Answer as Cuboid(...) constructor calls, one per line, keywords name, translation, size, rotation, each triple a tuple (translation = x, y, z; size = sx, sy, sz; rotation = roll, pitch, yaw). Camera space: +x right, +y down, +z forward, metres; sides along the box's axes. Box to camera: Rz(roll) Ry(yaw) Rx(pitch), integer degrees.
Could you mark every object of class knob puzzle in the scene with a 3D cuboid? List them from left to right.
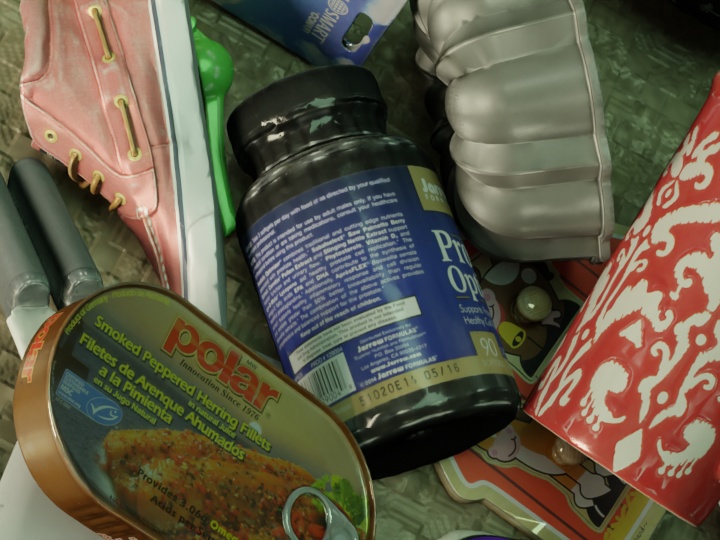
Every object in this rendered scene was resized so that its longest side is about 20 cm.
Cuboid(name="knob puzzle", translation=(0.107, 0.047, 1.142), size=(0.219, 0.030, 0.220), rotation=(6, 70, -15))

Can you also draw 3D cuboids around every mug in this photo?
Cuboid(name="mug", translation=(0.189, 0.024, 1.030), size=(0.133, 0.178, 0.200), rotation=(34, 91, -31))

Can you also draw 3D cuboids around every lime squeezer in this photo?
Cuboid(name="lime squeezer", translation=(-0.116, -0.114, 1.134), size=(0.071, 0.038, 0.200), rotation=(-44, 89, 6))

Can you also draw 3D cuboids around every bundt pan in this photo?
Cuboid(name="bundt pan", translation=(0.074, -0.094, 1.099), size=(0.076, 0.202, 0.202), rotation=(-11, 74, -1))

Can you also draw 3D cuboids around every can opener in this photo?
Cuboid(name="can opener", translation=(-0.157, 0.018, 1.023), size=(0.053, 0.067, 0.200), rotation=(-2, 41, -27))

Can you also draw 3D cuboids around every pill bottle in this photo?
Cuboid(name="pill bottle", translation=(0.000, 0.000, 1.078), size=(0.112, 0.112, 0.200), rotation=(-13, 72, -21))

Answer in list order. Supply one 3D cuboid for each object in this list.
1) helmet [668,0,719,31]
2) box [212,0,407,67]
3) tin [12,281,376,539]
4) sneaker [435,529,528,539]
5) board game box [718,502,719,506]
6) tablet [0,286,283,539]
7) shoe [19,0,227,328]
Cuboid(name="helmet", translation=(0.250, -0.230, 1.203), size=(0.191, 0.200, 0.200), rotation=(27, 65, -7))
Cuboid(name="box", translation=(-0.066, -0.191, 1.122), size=(0.200, 0.122, 0.048), rotation=(31, 64, -5))
Cuboid(name="tin", translation=(-0.074, 0.086, 0.956), size=(0.200, 0.042, 0.112), rotation=(39, 56, -29))
Cuboid(name="sneaker", translation=(0.133, 0.184, 1.056), size=(0.200, 0.100, 0.070), rotation=(16, 80, -9))
Cuboid(name="board game box", translation=(0.272, 0.075, 1.163), size=(0.200, 0.034, 0.135), rotation=(-14, 75, -32))
Cuboid(name="tablet", translation=(-0.103, 0.095, 1.024), size=(0.130, 0.014, 0.200), rotation=(24, 41, -8))
Cuboid(name="shoe", translation=(-0.124, -0.056, 1.081), size=(0.091, 0.071, 0.200), rotation=(-8, 86, -2))
